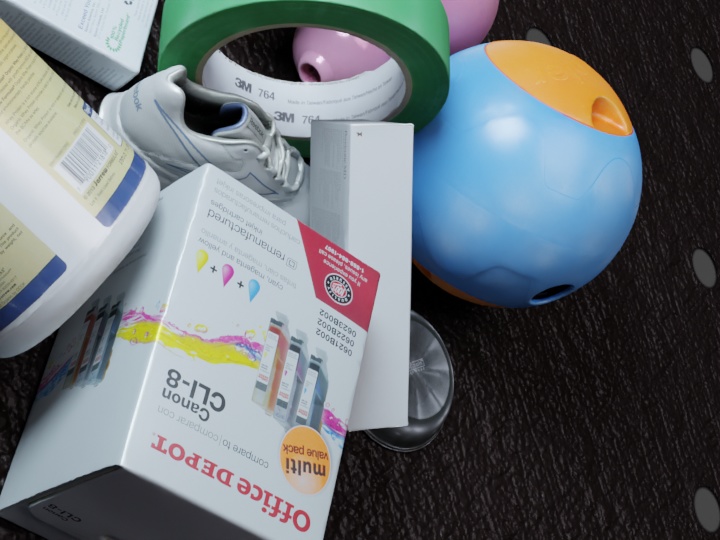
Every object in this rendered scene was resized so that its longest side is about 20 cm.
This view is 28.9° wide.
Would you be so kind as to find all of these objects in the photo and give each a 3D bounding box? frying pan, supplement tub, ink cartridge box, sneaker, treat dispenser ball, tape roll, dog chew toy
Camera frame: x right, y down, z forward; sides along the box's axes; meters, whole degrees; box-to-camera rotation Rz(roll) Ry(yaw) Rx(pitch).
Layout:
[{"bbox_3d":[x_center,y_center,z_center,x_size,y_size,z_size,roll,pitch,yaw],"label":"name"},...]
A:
[{"bbox_3d":[0.030,0.041,1.061,0.114,0.031,0.192,15,66,-39],"label":"frying pan"},{"bbox_3d":[-0.226,-0.066,0.782,0.200,0.144,0.145,46,47,-19],"label":"supplement tub"},{"bbox_3d":[-0.099,0.073,0.841,0.145,0.144,0.202,32,54,-29],"label":"ink cartridge box"},{"bbox_3d":[-0.082,-0.073,0.962,0.199,0.087,0.075,25,55,-35],"label":"sneaker"},{"bbox_3d":[-0.218,-0.250,0.943,0.199,0.040,0.202,30,54,-30],"label":"ink cartridge box"},{"bbox_3d":[0.113,-0.072,1.063,0.199,0.200,0.203,19,60,-36],"label":"treat dispenser ball"},{"bbox_3d":[-0.038,-0.145,0.953,0.199,0.200,0.049,19,60,-36],"label":"tape roll"},{"bbox_3d":[0.022,-0.198,1.095,0.200,0.124,0.125,-43,102,-36],"label":"dog chew toy"}]

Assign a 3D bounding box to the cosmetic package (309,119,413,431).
[{"bbox_3d":[0.000,0.000,0.950,0.050,0.082,0.203,-2,99,-19],"label":"cosmetic package"}]
